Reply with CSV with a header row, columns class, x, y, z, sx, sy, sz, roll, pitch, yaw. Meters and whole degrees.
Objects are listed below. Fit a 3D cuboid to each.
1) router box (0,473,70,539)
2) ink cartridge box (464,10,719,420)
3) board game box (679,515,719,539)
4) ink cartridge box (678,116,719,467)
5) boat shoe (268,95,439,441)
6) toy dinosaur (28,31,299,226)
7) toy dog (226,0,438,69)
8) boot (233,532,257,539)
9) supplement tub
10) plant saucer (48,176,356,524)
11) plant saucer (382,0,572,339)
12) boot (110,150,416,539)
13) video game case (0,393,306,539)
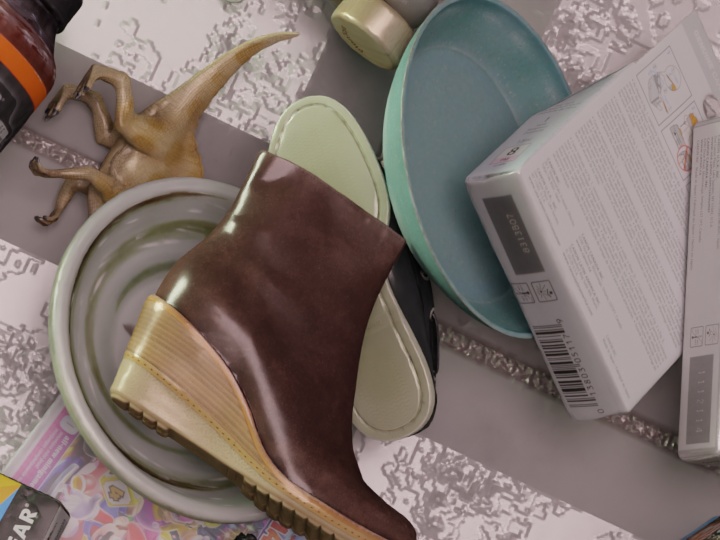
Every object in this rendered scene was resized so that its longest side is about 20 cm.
class,x,y,z,sx,sy,sz,roll,pitch,yaw
router box,-0.268,0.189,1.542,0.149,0.051,0.200,23,77,7
ink cartridge box,0.158,-0.033,1.647,0.200,0.057,0.163,-44,116,-44
board game box,0.191,0.209,1.567,0.159,0.200,0.097,-32,88,-15
ink cartridge box,0.270,0.021,1.664,0.176,0.045,0.200,10,79,-30
boat shoe,0.002,-0.001,1.611,0.074,0.066,0.200,-24,80,14
toy dinosaur,-0.127,-0.075,1.634,0.101,0.058,0.200,34,84,-20
toy dog,-0.022,-0.195,1.661,0.132,0.096,0.200,-31,73,-11
boot,-0.018,0.204,1.574,0.162,0.073,0.198,40,81,-22
supplement tub,-0.242,-0.097,1.578,0.107,0.107,0.200,38,77,-3
plant saucer,-0.093,0.048,1.595,0.200,0.050,0.200,12,67,-30
plant saucer,0.068,-0.057,1.624,0.200,0.036,0.200,22,62,-50
boot,-0.018,0.050,1.539,0.200,0.072,0.166,36,76,-4
video game case,-0.113,0.161,1.609,0.200,0.018,0.143,37,76,-4
